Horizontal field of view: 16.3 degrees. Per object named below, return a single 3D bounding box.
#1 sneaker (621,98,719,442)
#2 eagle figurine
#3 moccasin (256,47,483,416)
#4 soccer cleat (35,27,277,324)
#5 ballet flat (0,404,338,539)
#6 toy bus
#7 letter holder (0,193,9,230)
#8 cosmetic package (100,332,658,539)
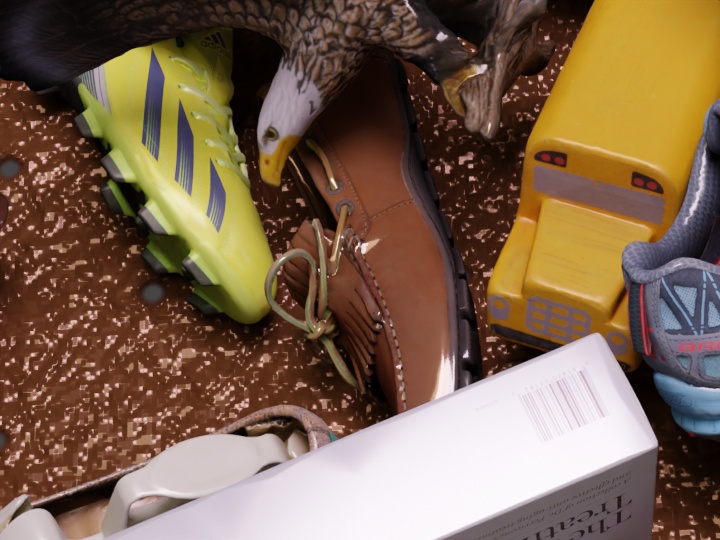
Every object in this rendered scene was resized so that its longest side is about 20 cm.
[{"bbox_3d":[0.170,-0.035,0.908,0.200,0.096,0.079,-49,31,-22],"label":"sneaker"},{"bbox_3d":[-0.030,-0.107,0.941,0.199,0.152,0.151,22,71,7],"label":"eagle figurine"},{"bbox_3d":[0.000,-0.001,0.974,0.077,0.074,0.202,-14,61,-3],"label":"moccasin"},{"bbox_3d":[-0.078,-0.067,1.024,0.083,0.065,0.200,-28,63,-13],"label":"soccer cleat"},{"bbox_3d":[-0.096,0.100,0.934,0.199,0.067,0.068,-25,62,-8],"label":"ballet flat"},{"bbox_3d":[0.109,-0.056,0.981,0.065,0.079,0.200,17,49,13],"label":"toy bus"},{"bbox_3d":[-0.260,0.009,0.962,0.199,0.101,0.143,8,74,21],"label":"letter holder"},{"bbox_3d":[0.004,0.111,0.873,0.199,0.151,0.052,-22,64,-7],"label":"cosmetic package"}]
